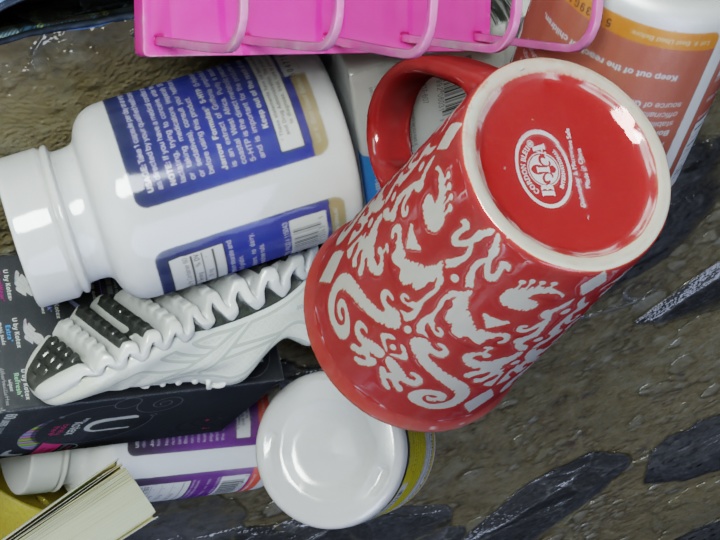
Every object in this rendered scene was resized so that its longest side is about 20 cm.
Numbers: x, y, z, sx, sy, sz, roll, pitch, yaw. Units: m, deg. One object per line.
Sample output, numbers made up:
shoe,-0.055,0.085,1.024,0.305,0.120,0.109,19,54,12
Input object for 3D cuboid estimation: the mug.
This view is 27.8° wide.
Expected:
mug,0.048,-0.027,0.739,0.133,0.178,0.200,-37,174,-29

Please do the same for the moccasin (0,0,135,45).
moccasin,-0.118,-0.148,0.754,0.198,0.069,0.081,-16,149,-12

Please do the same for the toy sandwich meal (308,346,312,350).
toy sandwich meal,0.037,0.048,1.092,0.203,0.071,0.205,4,179,0

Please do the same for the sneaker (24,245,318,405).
sneaker,-0.108,0.044,0.901,0.198,0.075,0.082,-23,122,-22

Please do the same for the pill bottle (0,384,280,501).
pill bottle,-0.166,0.119,1.099,0.198,0.112,0.112,-1,144,-32

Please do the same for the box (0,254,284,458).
box,-0.170,0.054,0.978,0.198,0.107,0.122,-5,161,-29

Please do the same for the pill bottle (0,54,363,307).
pill bottle,-0.108,-0.052,0.863,0.198,0.121,0.120,-17,150,-9

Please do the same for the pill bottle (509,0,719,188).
pill bottle,0.133,-0.095,0.800,0.111,0.113,0.201,-8,139,-23

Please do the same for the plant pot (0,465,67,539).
plant pot,-0.294,0.215,1.117,0.199,0.200,0.143,21,104,-50

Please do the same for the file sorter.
file sorter,0.006,-0.171,0.687,0.198,0.125,0.141,-5,103,-27

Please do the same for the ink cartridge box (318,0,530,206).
ink cartridge box,0.079,-0.130,0.896,0.198,0.085,0.147,-19,146,-7

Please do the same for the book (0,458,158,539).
book,-0.244,0.216,0.971,0.199,0.048,0.134,-32,173,-38

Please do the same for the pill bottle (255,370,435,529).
pill bottle,-0.003,0.133,1.104,0.110,0.112,0.200,-27,170,8
